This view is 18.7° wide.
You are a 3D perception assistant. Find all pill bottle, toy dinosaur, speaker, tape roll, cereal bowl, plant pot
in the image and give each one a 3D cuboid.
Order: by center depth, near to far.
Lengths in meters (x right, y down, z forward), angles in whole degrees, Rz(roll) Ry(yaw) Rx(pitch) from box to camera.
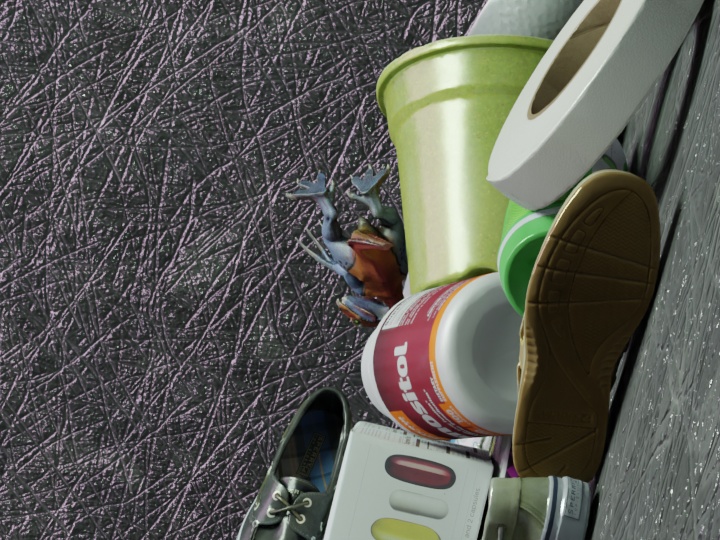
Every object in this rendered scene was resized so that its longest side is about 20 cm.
[{"bbox_3d":[0.152,-0.131,1.401,0.203,0.037,0.203,-54,9,12],"label":"tape roll"},{"bbox_3d":[0.140,-0.037,1.498,0.200,0.088,0.089,-74,-1,-63],"label":"speaker"},{"bbox_3d":[0.073,0.066,1.589,0.200,0.112,0.114,162,125,-69],"label":"pill bottle"},{"bbox_3d":[0.108,-0.056,1.706,0.201,0.199,0.186,103,170,-67],"label":"plant pot"},{"bbox_3d":[0.171,-0.205,1.780,0.200,0.083,0.200,-46,-12,-13],"label":"cereal bowl"},{"bbox_3d":[0.000,0.000,1.805,0.201,0.104,0.182,-90,-16,-54],"label":"toy dinosaur"}]

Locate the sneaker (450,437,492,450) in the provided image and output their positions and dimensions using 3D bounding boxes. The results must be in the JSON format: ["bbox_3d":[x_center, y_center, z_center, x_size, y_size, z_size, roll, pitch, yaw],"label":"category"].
[{"bbox_3d":[0.101,0.162,1.836,0.087,0.074,0.201,115,171,-60],"label":"sneaker"}]

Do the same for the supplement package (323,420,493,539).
[{"bbox_3d":[0.024,0.226,1.651,0.156,0.110,0.202,29,-106,-88],"label":"supplement package"}]

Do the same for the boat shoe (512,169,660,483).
[{"bbox_3d":[0.125,0.027,1.281,0.069,0.073,0.201,-89,11,-67],"label":"boat shoe"}]

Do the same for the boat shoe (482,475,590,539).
[{"bbox_3d":[0.089,0.192,1.321,0.072,0.062,0.201,-74,-2,-51],"label":"boat shoe"}]

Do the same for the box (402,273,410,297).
[{"bbox_3d":[0.106,-0.042,1.961,0.122,0.047,0.201,-12,-57,-50],"label":"box"}]

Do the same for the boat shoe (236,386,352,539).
[{"bbox_3d":[-0.053,0.177,1.688,0.057,0.068,0.201,99,-172,-54],"label":"boat shoe"}]

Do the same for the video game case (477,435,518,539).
[{"bbox_3d":[0.114,0.167,1.672,0.182,0.036,0.201,104,-179,-47],"label":"video game case"}]
